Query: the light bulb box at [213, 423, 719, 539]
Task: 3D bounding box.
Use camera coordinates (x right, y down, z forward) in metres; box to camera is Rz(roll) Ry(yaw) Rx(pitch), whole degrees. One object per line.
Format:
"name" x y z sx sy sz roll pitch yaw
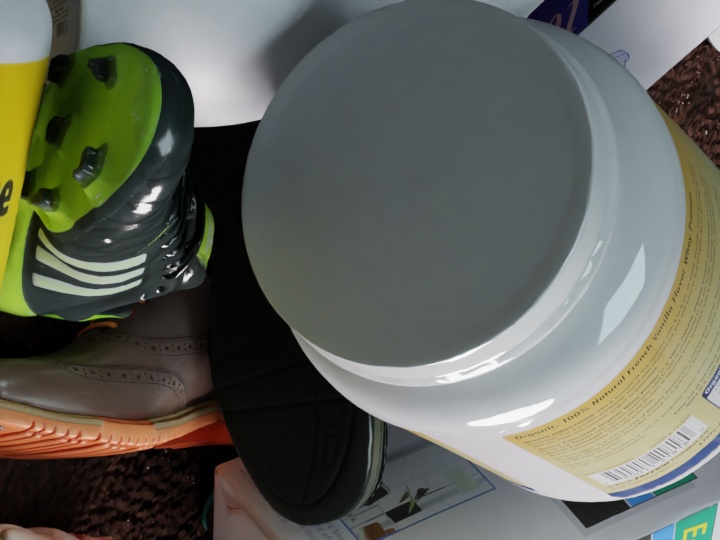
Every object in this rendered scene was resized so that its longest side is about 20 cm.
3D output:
"light bulb box" 0.049 0.153 0.992 0.200 0.125 0.199 -21 136 -27

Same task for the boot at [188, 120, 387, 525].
"boot" 0.001 -0.001 0.947 0.154 0.073 0.204 5 70 -60

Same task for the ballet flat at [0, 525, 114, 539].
"ballet flat" -0.146 0.133 0.866 0.200 0.075 0.064 -30 107 -50

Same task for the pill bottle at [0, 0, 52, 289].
"pill bottle" -0.158 -0.042 0.709 0.112 0.112 0.201 -7 114 -54

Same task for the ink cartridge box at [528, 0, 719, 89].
"ink cartridge box" 0.119 -0.127 0.960 0.044 0.200 0.094 31 43 -20

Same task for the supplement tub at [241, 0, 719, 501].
"supplement tub" 0.056 -0.004 0.808 0.145 0.144 0.200 -65 152 -4

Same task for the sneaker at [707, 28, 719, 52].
"sneaker" 0.212 -0.157 1.208 0.200 0.086 0.081 18 92 -57

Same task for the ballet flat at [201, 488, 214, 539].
"ballet flat" 0.000 0.136 1.093 0.200 0.068 0.068 14 107 -57

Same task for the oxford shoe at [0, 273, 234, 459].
"oxford shoe" -0.095 0.036 0.912 0.200 0.071 0.073 1 84 -56

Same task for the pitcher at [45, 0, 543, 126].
"pitcher" -0.011 -0.122 0.799 0.199 0.172 0.122 -11 83 -26

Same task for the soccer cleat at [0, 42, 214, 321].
"soccer cleat" -0.080 -0.025 0.776 0.081 0.200 0.068 12 73 -20
